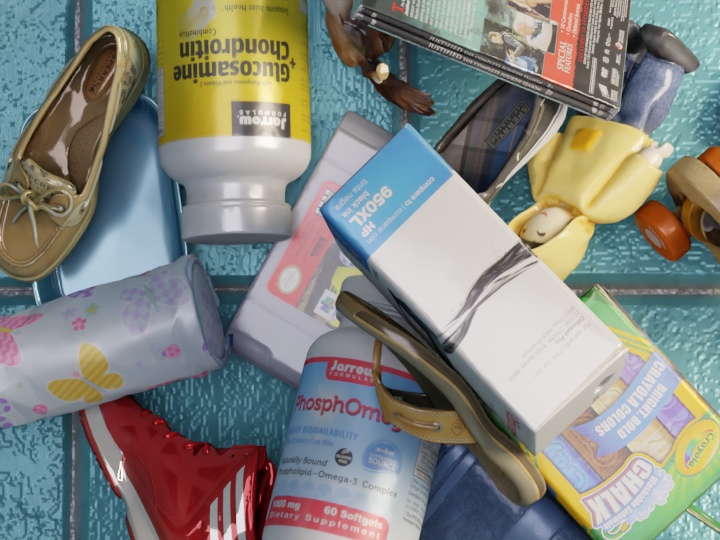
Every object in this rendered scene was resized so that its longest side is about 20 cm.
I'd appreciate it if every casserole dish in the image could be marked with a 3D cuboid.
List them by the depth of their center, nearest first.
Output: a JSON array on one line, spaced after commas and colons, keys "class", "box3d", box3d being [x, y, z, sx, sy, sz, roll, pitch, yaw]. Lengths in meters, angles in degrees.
[{"class": "casserole dish", "box3d": [-0.189, -0.040, 1.564, 0.120, 0.039, 0.202, -8, 87, 6]}]

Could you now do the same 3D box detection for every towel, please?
[{"class": "towel", "box3d": [0.119, 0.206, 1.498, 0.200, 0.048, 0.112, 44, 133, 8]}]

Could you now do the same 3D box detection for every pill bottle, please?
[{"class": "pill bottle", "box3d": [0.004, 0.111, 1.459, 0.108, 0.109, 0.202, 12, 74, 6]}, {"class": "pill bottle", "box3d": [-0.092, -0.123, 1.514, 0.111, 0.112, 0.202, -2, 85, 6]}]

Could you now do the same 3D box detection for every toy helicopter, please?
[{"class": "toy helicopter", "box3d": [0.287, 0.001, 1.467, 0.079, 0.132, 0.200, -39, 91, -7]}]

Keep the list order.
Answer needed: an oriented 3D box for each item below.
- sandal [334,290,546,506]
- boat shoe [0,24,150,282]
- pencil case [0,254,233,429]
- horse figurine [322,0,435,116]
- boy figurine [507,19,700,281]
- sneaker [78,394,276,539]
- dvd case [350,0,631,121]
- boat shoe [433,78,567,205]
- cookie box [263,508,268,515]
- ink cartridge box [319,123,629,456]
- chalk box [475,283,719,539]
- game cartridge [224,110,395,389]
[{"class": "sandal", "box3d": [0.048, 0.094, 1.390, 0.054, 0.080, 0.200, -43, 111, -7]}, {"class": "boat shoe", "box3d": [-0.219, -0.087, 1.517, 0.073, 0.063, 0.201, 23, 92, 6]}, {"class": "pencil case", "box3d": [-0.195, 0.052, 1.499, 0.198, 0.091, 0.084, -17, 127, 5]}, {"class": "horse figurine", "box3d": [0.000, -0.205, 1.518, 0.050, 0.132, 0.202, -17, 101, -11]}, {"class": "boy figurine", "box3d": [0.162, -0.082, 1.504, 0.124, 0.064, 0.201, 27, 84, 42]}, {"class": "sneaker", "box3d": [-0.124, 0.136, 1.515, 0.115, 0.078, 0.201, -29, 64, 4]}, {"class": "dvd case", "box3d": [0.096, -0.199, 1.451, 0.199, 0.022, 0.147, 20, 57, -16]}, {"class": "boat shoe", "box3d": [0.069, -0.063, 1.478, 0.200, 0.066, 0.070, -47, 72, 11]}, {"class": "cookie box", "box3d": [-0.046, 0.298, 1.521, 0.200, 0.075, 0.171, 45, 91, 6]}, {"class": "ink cartridge box", "box3d": [0.075, 0.017, 1.360, 0.084, 0.145, 0.200, -43, 78, -3]}, {"class": "chalk box", "box3d": [0.190, 0.125, 1.477, 0.124, 0.124, 0.200, -41, 84, 3]}, {"class": "game cartridge", "box3d": [0.000, 0.000, 1.545, 0.132, 0.041, 0.201, 28, 92, 2]}]
